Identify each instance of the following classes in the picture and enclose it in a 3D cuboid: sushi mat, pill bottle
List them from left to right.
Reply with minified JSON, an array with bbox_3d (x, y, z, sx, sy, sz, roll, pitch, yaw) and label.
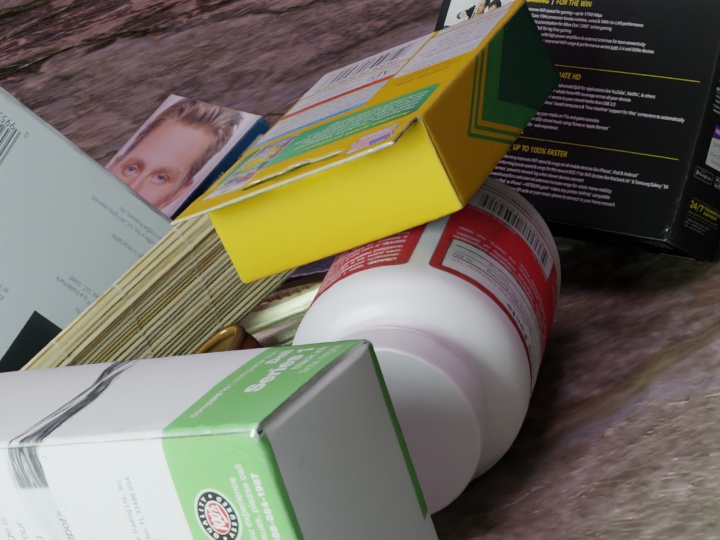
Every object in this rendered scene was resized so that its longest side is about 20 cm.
[{"bbox_3d":[-0.110,0.036,1.138,0.012,0.096,0.200,36,71,31],"label":"sushi mat"},{"bbox_3d":[0.029,0.035,1.067,0.112,0.112,0.200,-14,18,17],"label":"pill bottle"}]

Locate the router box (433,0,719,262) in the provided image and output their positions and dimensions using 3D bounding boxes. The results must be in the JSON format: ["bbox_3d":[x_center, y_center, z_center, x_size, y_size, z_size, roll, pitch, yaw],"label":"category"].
[{"bbox_3d":[0.121,-0.093,1.255,0.200,0.149,0.051,12,-6,42],"label":"router box"}]

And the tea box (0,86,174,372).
[{"bbox_3d":[-0.219,-0.027,1.184,0.197,0.200,0.134,24,78,49],"label":"tea box"}]

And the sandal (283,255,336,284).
[{"bbox_3d":[0.000,0.000,1.332,0.200,0.043,0.076,-7,27,8],"label":"sandal"}]

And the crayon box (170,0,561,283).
[{"bbox_3d":[0.008,-0.059,1.097,0.126,0.052,0.200,-18,16,29],"label":"crayon box"}]

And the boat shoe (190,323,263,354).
[{"bbox_3d":[-0.114,0.093,1.116,0.072,0.068,0.200,0,26,46],"label":"boat shoe"}]

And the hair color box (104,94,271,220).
[{"bbox_3d":[-0.133,-0.009,1.324,0.100,0.061,0.200,17,60,50],"label":"hair color box"}]

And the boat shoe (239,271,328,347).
[{"bbox_3d":[-0.029,0.038,1.229,0.200,0.063,0.073,-15,4,-7],"label":"boat shoe"}]

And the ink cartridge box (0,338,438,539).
[{"bbox_3d":[-0.075,0.112,0.890,0.200,0.146,0.084,-5,21,36],"label":"ink cartridge box"}]
